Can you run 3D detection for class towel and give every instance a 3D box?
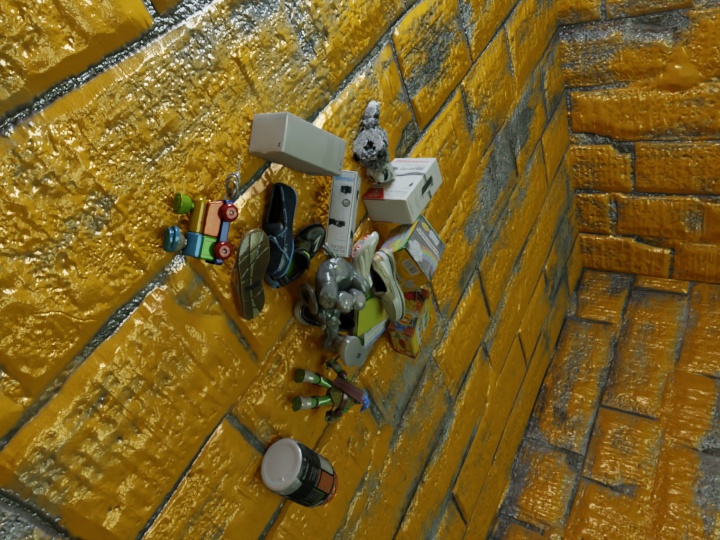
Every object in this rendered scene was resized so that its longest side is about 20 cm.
[{"bbox_3d":[0.041,0.104,1.401,0.199,0.018,0.088,-25,123,-55],"label":"towel"}]

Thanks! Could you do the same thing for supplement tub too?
[{"bbox_3d":[-0.139,0.493,1.256,0.201,0.121,0.124,52,56,-46],"label":"supplement tub"}]

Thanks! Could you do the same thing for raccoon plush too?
[{"bbox_3d":[0.057,-0.331,1.397,0.134,0.095,0.204,40,64,-59],"label":"raccoon plush"}]

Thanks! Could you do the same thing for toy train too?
[{"bbox_3d":[-0.291,-0.119,0.962,0.114,0.084,0.205,11,88,-41],"label":"toy train"}]

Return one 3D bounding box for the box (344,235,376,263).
[{"bbox_3d":[-0.017,0.013,1.401,0.200,0.041,0.121,-48,134,-36],"label":"box"}]

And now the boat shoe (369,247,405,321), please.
[{"bbox_3d":[0.061,0.047,1.347,0.068,0.074,0.204,-32,116,-35],"label":"boat shoe"}]

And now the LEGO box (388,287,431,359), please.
[{"bbox_3d":[0.154,0.158,1.591,0.201,0.076,0.151,73,39,-60],"label":"LEGO box"}]

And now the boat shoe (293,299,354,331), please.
[{"bbox_3d":[-0.086,0.113,1.307,0.199,0.056,0.070,24,77,-53],"label":"boat shoe"}]

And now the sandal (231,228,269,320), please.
[{"bbox_3d":[-0.235,0.008,1.087,0.080,0.053,0.204,-23,129,-44],"label":"sandal"}]

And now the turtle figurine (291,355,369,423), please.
[{"bbox_3d":[-0.091,0.306,1.330,0.191,0.200,0.146,15,108,-35],"label":"turtle figurine"}]

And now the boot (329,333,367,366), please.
[{"bbox_3d":[-0.048,0.193,1.311,0.075,0.094,0.200,-65,163,-12],"label":"boot"}]

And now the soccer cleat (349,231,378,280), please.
[{"bbox_3d":[0.000,0.000,1.274,0.202,0.077,0.069,-58,176,17],"label":"soccer cleat"}]

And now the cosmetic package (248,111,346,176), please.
[{"bbox_3d":[-0.131,-0.266,1.124,0.199,0.106,0.087,11,88,-56],"label":"cosmetic package"}]

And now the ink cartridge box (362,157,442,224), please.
[{"bbox_3d":[0.120,-0.226,1.455,0.201,0.142,0.085,-53,135,-34],"label":"ink cartridge box"}]

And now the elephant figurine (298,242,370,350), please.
[{"bbox_3d":[-0.077,0.068,1.205,0.140,0.200,0.158,26,56,-17],"label":"elephant figurine"}]

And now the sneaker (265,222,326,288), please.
[{"bbox_3d":[-0.132,-0.031,1.188,0.200,0.082,0.071,-53,125,-36],"label":"sneaker"}]

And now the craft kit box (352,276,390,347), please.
[{"bbox_3d":[0.048,0.091,1.466,0.199,0.048,0.201,-37,140,-49],"label":"craft kit box"}]

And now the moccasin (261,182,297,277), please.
[{"bbox_3d":[-0.186,-0.089,1.118,0.068,0.079,0.205,27,62,-63],"label":"moccasin"}]

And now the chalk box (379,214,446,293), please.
[{"bbox_3d":[0.142,-0.057,1.428,0.125,0.123,0.201,49,43,-17],"label":"chalk box"}]

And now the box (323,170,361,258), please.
[{"bbox_3d":[-0.043,-0.134,1.275,0.117,0.059,0.205,-27,124,-84],"label":"box"}]
